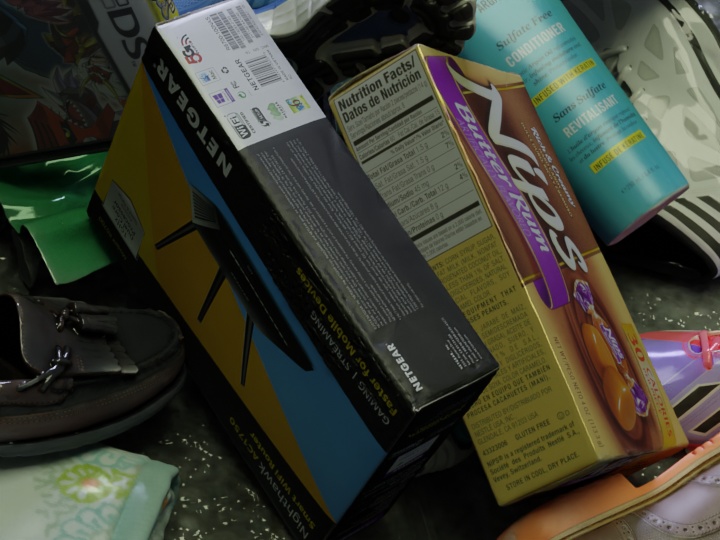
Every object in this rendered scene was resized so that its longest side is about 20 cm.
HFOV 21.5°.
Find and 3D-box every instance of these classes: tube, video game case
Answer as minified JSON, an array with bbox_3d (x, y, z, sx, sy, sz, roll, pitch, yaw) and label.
[{"bbox_3d":[0.084,-0.106,0.948,0.077,0.050,0.200,-34,82,-18],"label":"tube"},{"bbox_3d":[-0.187,-0.120,0.864,0.199,0.181,0.026,-8,44,16],"label":"video game case"}]

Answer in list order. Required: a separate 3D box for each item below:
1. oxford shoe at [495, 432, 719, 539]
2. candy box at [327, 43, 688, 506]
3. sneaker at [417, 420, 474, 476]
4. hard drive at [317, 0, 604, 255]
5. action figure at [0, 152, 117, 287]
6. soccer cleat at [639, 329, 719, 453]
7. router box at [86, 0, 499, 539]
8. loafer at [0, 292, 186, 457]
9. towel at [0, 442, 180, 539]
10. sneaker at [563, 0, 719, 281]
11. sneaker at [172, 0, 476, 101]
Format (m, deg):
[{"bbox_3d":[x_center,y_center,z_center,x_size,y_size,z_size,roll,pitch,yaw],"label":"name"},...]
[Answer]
[{"bbox_3d":[0.158,0.119,0.851,0.199,0.071,0.073,-20,63,-18],"label":"oxford shoe"},{"bbox_3d":[0.068,0.002,0.861,0.117,0.056,0.201,4,61,-61],"label":"candy box"},{"bbox_3d":[0.000,0.000,0.893,0.080,0.077,0.200,-26,89,-39],"label":"sneaker"},{"bbox_3d":[0.043,-0.077,0.970,0.139,0.038,0.201,-5,78,-16],"label":"hard drive"},{"bbox_3d":[-0.091,-0.053,0.967,0.200,0.055,0.118,-22,52,-25],"label":"action figure"},{"bbox_3d":[0.211,0.049,0.916,0.199,0.077,0.067,8,45,-5],"label":"soccer cleat"},{"bbox_3d":[-0.037,0.006,0.823,0.051,0.149,0.200,-24,69,-31],"label":"router box"},{"bbox_3d":[-0.157,0.039,0.797,0.200,0.063,0.072,-12,36,-35],"label":"loafer"},{"bbox_3d":[-0.182,0.134,0.769,0.171,0.048,0.200,17,45,4],"label":"towel"},{"bbox_3d":[0.145,-0.081,1.012,0.115,0.076,0.201,-29,73,-32],"label":"sneaker"},{"bbox_3d":[-0.029,-0.129,0.916,0.199,0.079,0.089,-12,48,29],"label":"sneaker"}]
